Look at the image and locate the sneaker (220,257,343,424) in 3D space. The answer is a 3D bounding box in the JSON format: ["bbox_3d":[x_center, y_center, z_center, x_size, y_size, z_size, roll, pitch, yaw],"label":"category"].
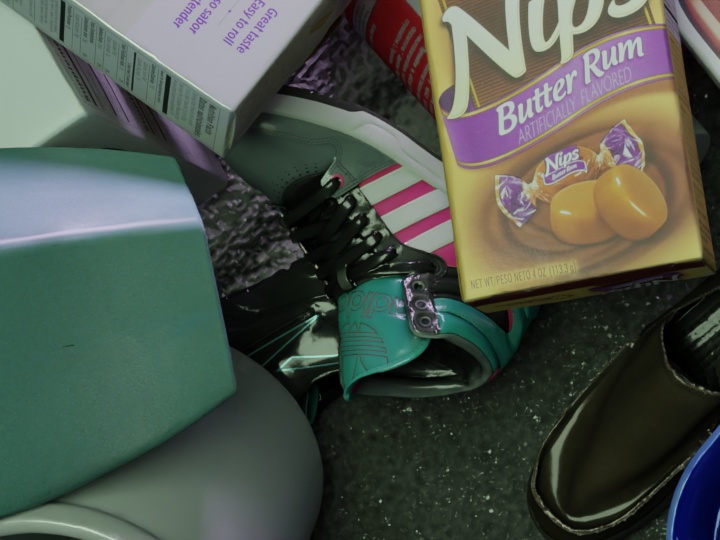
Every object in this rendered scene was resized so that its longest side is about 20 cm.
[{"bbox_3d":[-0.069,0.051,1.561,0.199,0.075,0.080,-19,79,15],"label":"sneaker"}]

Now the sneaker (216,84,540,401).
[{"bbox_3d":[0.000,0.000,1.484,0.199,0.084,0.121,28,53,-18],"label":"sneaker"}]

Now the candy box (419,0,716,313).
[{"bbox_3d":[0.094,-0.089,1.421,0.116,0.056,0.201,-11,80,13],"label":"candy box"}]

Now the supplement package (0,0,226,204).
[{"bbox_3d":[-0.170,-0.074,1.536,0.114,0.200,0.110,-35,73,11],"label":"supplement package"}]

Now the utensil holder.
[{"bbox_3d":[-0.117,0.142,1.469,0.169,0.200,0.171,6,119,11],"label":"utensil holder"}]

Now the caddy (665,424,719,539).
[{"bbox_3d":[0.237,0.108,1.436,0.141,0.105,0.200,39,95,18],"label":"caddy"}]

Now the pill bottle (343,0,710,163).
[{"bbox_3d":[0.080,-0.111,1.515,0.112,0.112,0.200,-43,73,8],"label":"pill bottle"}]

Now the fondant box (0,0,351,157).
[{"bbox_3d":[-0.100,-0.170,1.429,0.200,0.058,0.144,35,68,6],"label":"fondant box"}]

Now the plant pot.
[{"bbox_3d":[-0.166,0.024,1.383,0.199,0.141,0.142,-14,114,-7],"label":"plant pot"}]

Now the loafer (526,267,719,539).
[{"bbox_3d":[0.152,0.055,1.490,0.073,0.071,0.200,43,96,18],"label":"loafer"}]

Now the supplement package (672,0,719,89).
[{"bbox_3d":[0.230,-0.110,1.468,0.114,0.109,0.200,-40,72,8],"label":"supplement package"}]

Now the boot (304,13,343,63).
[{"bbox_3d":[-0.046,-0.180,1.507,0.201,0.071,0.144,-43,67,9],"label":"boot"}]
